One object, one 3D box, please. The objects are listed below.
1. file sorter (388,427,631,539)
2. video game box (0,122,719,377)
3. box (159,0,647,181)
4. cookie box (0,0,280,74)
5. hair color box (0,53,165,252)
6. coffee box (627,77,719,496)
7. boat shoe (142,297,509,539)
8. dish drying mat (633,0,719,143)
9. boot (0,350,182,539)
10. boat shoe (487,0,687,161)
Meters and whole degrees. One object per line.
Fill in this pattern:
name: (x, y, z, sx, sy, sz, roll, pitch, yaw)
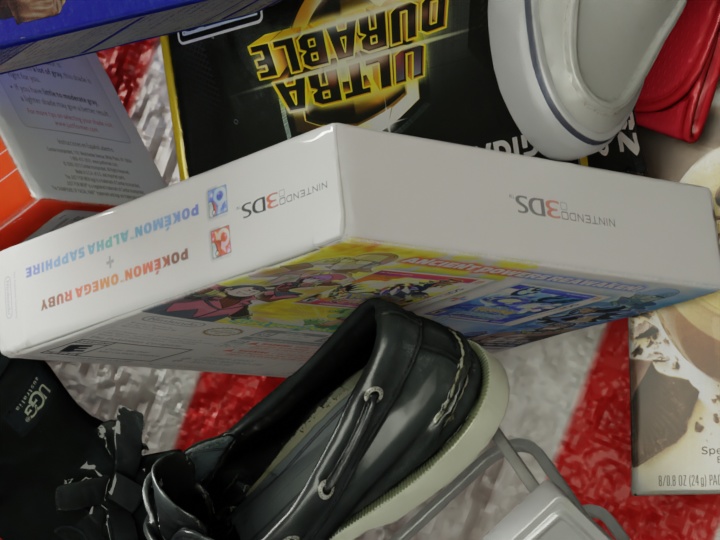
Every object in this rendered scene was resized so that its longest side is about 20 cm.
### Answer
file sorter: (0.060, 0.155, 0.954, 0.139, 0.125, 0.200, -43, 120, 5)
video game box: (0.000, 0.000, 0.941, 0.182, 0.200, 0.047, -15, 75, 43)
box: (0.008, -0.097, 1.008, 0.200, 0.049, 0.160, -11, 83, 40)
cookie box: (-0.123, -0.163, 0.932, 0.200, 0.075, 0.172, -18, 92, -34)
hair color box: (-0.164, -0.094, 1.026, 0.064, 0.111, 0.200, -33, 75, 21)
coffee box: (0.160, -0.015, 1.010, 0.113, 0.080, 0.201, -2, 87, 11)
boat shoe: (-0.042, 0.082, 0.904, 0.199, 0.075, 0.066, -37, 126, 17)
dish drying mat: (0.061, -0.116, 1.007, 0.200, 0.018, 0.077, 27, 106, 39)
boot: (-0.137, 0.087, 1.041, 0.162, 0.198, 0.073, 45, 63, -20)
boat shoe: (0.103, -0.132, 0.918, 0.066, 0.072, 0.200, -12, 49, 47)
